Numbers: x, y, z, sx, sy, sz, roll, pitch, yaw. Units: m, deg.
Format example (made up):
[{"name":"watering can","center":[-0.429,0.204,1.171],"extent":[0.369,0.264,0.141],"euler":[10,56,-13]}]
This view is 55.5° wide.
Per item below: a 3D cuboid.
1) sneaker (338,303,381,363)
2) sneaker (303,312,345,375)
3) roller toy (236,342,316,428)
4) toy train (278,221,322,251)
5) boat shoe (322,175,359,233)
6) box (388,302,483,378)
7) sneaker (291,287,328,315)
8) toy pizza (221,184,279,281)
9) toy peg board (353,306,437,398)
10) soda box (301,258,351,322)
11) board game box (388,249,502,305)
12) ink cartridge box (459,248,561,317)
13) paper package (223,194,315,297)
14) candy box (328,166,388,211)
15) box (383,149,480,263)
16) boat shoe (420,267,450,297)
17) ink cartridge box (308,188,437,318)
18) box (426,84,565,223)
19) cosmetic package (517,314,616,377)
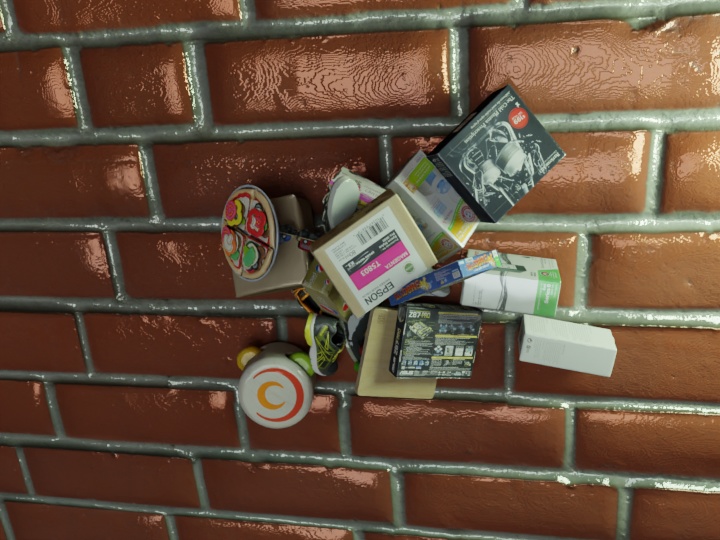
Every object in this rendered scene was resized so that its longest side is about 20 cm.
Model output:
[{"name":"sneaker","center":[0.012,0.130,1.608],"extent":[0.105,0.075,0.202],"euler":[-16,106,16]},{"name":"sneaker","center":[-0.073,0.180,1.585],"extent":[0.083,0.075,0.201],"euler":[5,138,18]},{"name":"roller toy","center":[-0.203,0.276,1.670],"extent":[0.197,0.140,0.185],"euler":[-1,105,1]},{"name":"toy train","center":[-0.111,-0.062,1.449],"extent":[0.197,0.034,0.047],"euler":[15,89,-17]},{"name":"boat shoe","center":[-0.049,-0.121,1.364],"extent":[0.064,0.070,0.201],"euler":[46,153,25]},{"name":"box","center":[0.170,0.159,1.533],"extent":[0.197,0.049,0.164],"euler":[3,103,-24]},{"name":"sneaker","center":[-0.135,0.031,1.599],"extent":[0.078,0.077,0.200],"euler":[-41,97,24]},{"name":"toy pizza","center":[-0.241,-0.078,1.433],"extent":[0.198,0.031,0.204],"euler":[6,99,44]},{"name":"toy peg board","center":[0.082,0.180,1.582],"extent":[0.197,0.098,0.202],"euler":[7,100,-24]},{"name":"soda box","center":[-0.062,0.046,1.481],"extent":[0.067,0.200,0.065],"euler":[22,76,18]},{"name":"board game box","center":[0.165,0.016,1.365],"extent":[0.199,0.134,0.035],"euler":[-25,82,45]},{"name":"ink cartridge box","center":[0.318,0.024,1.467],"extent":[0.197,0.146,0.085],"euler":[7,111,8]},{"name":"paper package","center":[-0.194,-0.051,1.529],"extent":[0.188,0.103,0.203],"euler":[-10,87,14]},{"name":"candy box","center":[-0.002,-0.108,1.461],"extent":[0.135,0.061,0.201],"euler":[28,147,15]},{"name":"box","center":[0.144,-0.132,1.444],"extent":[0.200,0.113,0.101],"euler":[44,147,-7]},{"name":"boat shoe","center":[0.110,0.020,1.527],"extent":[0.198,0.074,0.065],"euler":[24,129,-27]},{"name":"ink cartridge box","center":[0.025,-0.033,1.330],"extent":[0.199,0.075,0.166],"euler":[-35,106,1]},{"name":"box","center":[0.269,-0.229,1.369],"extent":[0.200,0.104,0.182],"euler":[-44,100,-1]},{"name":"cosmetic package","center":[0.455,0.165,1.520],"extent":[0.197,0.102,0.072],"euler":[10,113,8]}]
